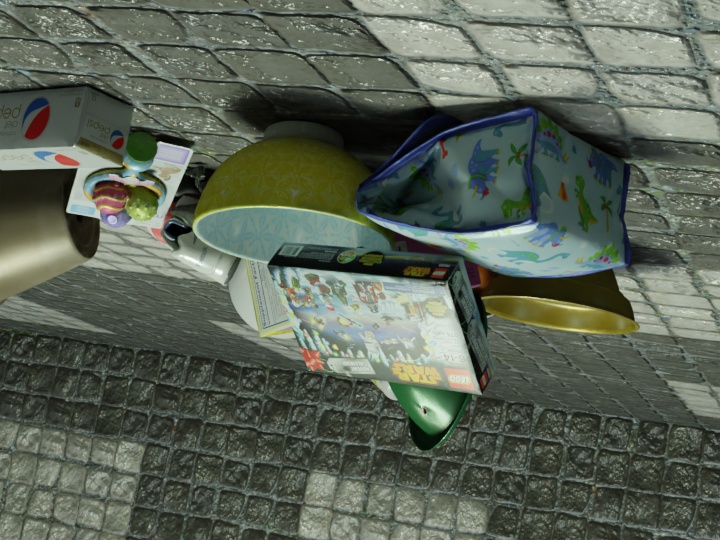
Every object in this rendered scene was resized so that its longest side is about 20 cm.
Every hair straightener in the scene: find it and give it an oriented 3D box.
[{"bbox_3d":[-0.190,-0.094,1.619,0.198,0.041,0.077,20,166,-21],"label":"hair straightener"}]

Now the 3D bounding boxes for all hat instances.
[{"bbox_3d":[0.022,0.069,1.442,0.174,0.202,0.166,18,-166,-18],"label":"hat"}]

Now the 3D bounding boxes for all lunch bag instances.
[{"bbox_3d":[0.120,-0.060,1.259,0.198,0.129,0.169,-12,158,40],"label":"lunch bag"}]

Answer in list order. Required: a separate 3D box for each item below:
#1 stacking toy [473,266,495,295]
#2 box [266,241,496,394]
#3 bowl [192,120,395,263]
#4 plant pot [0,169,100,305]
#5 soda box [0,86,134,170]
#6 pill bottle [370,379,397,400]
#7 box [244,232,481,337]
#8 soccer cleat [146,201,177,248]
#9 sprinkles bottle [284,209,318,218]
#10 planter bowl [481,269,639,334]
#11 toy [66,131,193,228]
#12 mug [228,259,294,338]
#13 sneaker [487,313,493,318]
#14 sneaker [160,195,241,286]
[{"bbox_3d":[0.091,0.058,1.726,0.144,0.203,0.146,10,170,2],"label":"stacking toy"},{"bbox_3d":[0.019,0.044,1.320,0.198,0.040,0.138,5,132,32],"label":"box"},{"bbox_3d":[-0.060,-0.080,1.358,0.197,0.109,0.200,4,164,1],"label":"bowl"},{"bbox_3d":[-0.421,-0.059,1.718,0.171,0.203,0.200,-9,166,11],"label":"plant pot"},{"bbox_3d":[-0.325,-0.143,1.432,0.198,0.065,0.068,1,167,39],"label":"soda box"},{"bbox_3d":[0.020,0.087,2.034,0.200,0.110,0.109,43,-172,30],"label":"pill bottle"},{"bbox_3d":[0.000,0.000,1.560,0.174,0.098,0.199,-7,172,-39],"label":"box"},{"bbox_3d":[-0.242,-0.057,1.865,0.073,0.069,0.200,33,177,8],"label":"soccer cleat"},{"bbox_3d":[-0.069,-0.074,1.542,0.067,0.069,0.200,11,170,-6],"label":"sprinkles bottle"},{"bbox_3d":[0.239,0.015,1.673,0.197,0.085,0.200,9,171,2],"label":"planter bowl"},{"bbox_3d":[-0.262,-0.085,1.563,0.114,0.048,0.200,11,150,-15],"label":"toy"},{"bbox_3d":[-0.076,-0.020,1.753,0.149,0.186,0.153,44,163,8],"label":"mug"},{"bbox_3d":[0.140,0.061,1.985,0.071,0.084,0.199,-28,-162,-26],"label":"sneaker"},{"bbox_3d":[-0.197,-0.054,1.665,0.086,0.075,0.200,21,-168,-24],"label":"sneaker"}]
